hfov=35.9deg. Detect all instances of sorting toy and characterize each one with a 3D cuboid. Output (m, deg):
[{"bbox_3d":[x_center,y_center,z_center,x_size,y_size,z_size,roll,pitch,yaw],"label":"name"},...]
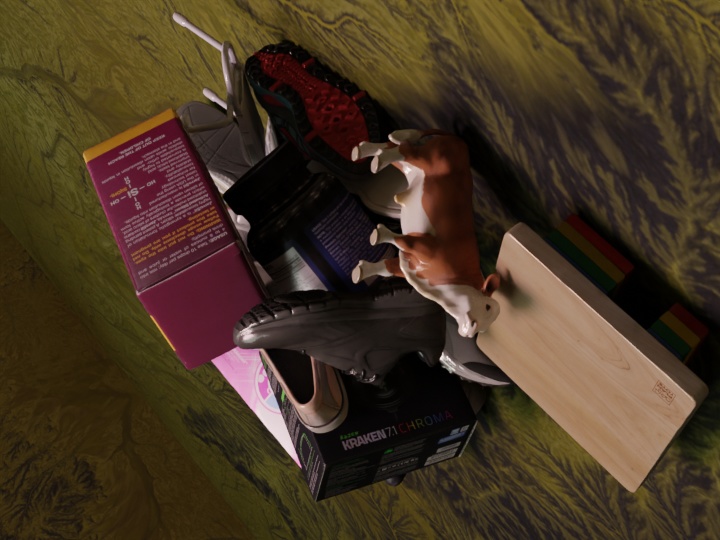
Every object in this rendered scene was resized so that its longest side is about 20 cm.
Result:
[{"bbox_3d":[0.204,0.065,0.955,0.200,0.069,0.199,44,157,21],"label":"sorting toy"}]

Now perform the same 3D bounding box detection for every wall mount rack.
[{"bbox_3d":[-0.148,-0.177,1.182,0.201,0.074,0.175,75,-173,-54],"label":"wall mount rack"}]

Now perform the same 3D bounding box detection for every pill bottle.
[{"bbox_3d":[-0.038,-0.021,1.065,0.201,0.112,0.112,51,159,-10],"label":"pill bottle"}]

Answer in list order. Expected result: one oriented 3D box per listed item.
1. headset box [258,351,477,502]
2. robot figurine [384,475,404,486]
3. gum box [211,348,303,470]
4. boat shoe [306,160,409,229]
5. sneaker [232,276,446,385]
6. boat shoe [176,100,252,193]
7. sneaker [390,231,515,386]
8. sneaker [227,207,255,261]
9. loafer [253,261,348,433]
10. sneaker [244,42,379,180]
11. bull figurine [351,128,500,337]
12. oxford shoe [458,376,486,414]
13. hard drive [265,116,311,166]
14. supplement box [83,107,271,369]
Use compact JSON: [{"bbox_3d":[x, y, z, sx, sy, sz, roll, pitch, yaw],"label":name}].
[{"bbox_3d":[0.001,0.114,1.174,0.093,0.172,0.201,105,147,-54],"label":"headset box"},{"bbox_3d":[0.005,0.165,1.360,0.201,0.150,0.125,53,144,6],"label":"robot figurine"},{"bbox_3d":[-0.074,0.123,1.287,0.200,0.114,0.066,46,-168,20],"label":"gum box"},{"bbox_3d":[0.020,-0.074,1.113,0.199,0.074,0.061,18,147,48],"label":"boat shoe"},{"bbox_3d":[-0.013,0.060,0.985,0.076,0.198,0.092,-131,36,-77],"label":"sneaker"},{"bbox_3d":[-0.160,-0.127,1.401,0.202,0.074,0.065,43,158,2],"label":"boat shoe"},{"bbox_3d":[0.094,0.039,1.136,0.200,0.074,0.080,44,123,10],"label":"sneaker"},{"bbox_3d":[-0.121,-0.008,1.383,0.073,0.088,0.199,7,167,38],"label":"sneaker"},{"bbox_3d":[-0.072,0.064,1.094,0.201,0.072,0.063,60,-175,29],"label":"loafer"},{"bbox_3d":[-0.039,-0.150,1.133,0.200,0.079,0.096,50,166,35],"label":"sneaker"},{"bbox_3d":[0.057,-0.034,0.951,0.065,0.120,0.202,-44,42,52],"label":"bull figurine"},{"bbox_3d":[0.104,0.119,1.257,0.071,0.072,0.202,-123,30,-47],"label":"oxford shoe"},{"bbox_3d":[-0.070,-0.062,1.247,0.140,0.037,0.202,106,150,-64],"label":"hard drive"},{"bbox_3d":[-0.169,-0.031,1.046,0.201,0.102,0.131,59,174,39],"label":"supplement box"}]
